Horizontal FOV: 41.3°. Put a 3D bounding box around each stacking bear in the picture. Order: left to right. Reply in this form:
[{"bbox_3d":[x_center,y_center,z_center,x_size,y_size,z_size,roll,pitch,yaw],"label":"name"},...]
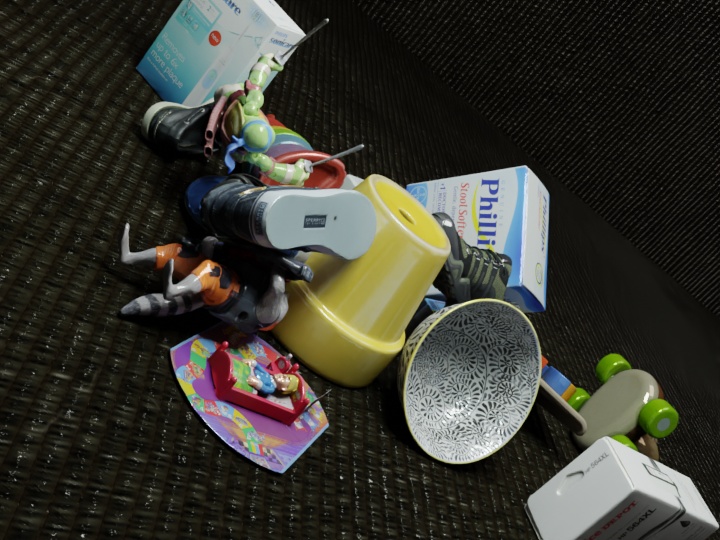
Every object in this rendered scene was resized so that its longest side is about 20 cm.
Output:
[{"bbox_3d":[-0.115,-0.151,1.331,0.113,0.122,0.200,19,21,-30],"label":"stacking bear"}]

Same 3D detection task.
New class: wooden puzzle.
[{"bbox_3d":[0.246,0.137,1.408,0.200,0.046,0.185,48,-2,-17],"label":"wooden puzzle"}]

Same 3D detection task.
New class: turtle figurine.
[{"bbox_3d":[-0.100,-0.180,1.155,0.144,0.200,0.194,49,-10,-24],"label":"turtle figurine"}]

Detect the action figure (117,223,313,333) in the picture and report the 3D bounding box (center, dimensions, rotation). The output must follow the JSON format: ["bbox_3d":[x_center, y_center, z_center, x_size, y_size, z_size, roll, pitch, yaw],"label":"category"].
[{"bbox_3d":[-0.155,0.014,0.964,0.192,0.106,0.199,21,-7,-41],"label":"action figure"}]

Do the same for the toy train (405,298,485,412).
[{"bbox_3d":[0.137,0.130,1.286,0.113,0.087,0.201,11,38,-40],"label":"toy train"}]

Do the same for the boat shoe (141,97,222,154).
[{"bbox_3d":[-0.196,-0.186,1.258,0.066,0.075,0.199,32,20,24],"label":"boat shoe"}]

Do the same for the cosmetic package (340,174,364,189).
[{"bbox_3d":[0.040,-0.068,1.492,0.113,0.081,0.199,51,22,26],"label":"cosmetic package"}]

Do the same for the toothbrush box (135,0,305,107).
[{"bbox_3d":[-0.197,-0.308,1.343,0.147,0.200,0.085,49,21,15],"label":"toothbrush box"}]

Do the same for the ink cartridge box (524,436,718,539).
[{"bbox_3d":[0.325,0.307,1.191,0.199,0.146,0.085,27,27,-36],"label":"ink cartridge box"}]

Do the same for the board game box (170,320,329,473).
[{"bbox_3d":[-0.096,0.106,0.939,0.158,0.039,0.200,46,19,5],"label":"board game box"}]

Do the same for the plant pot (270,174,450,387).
[{"bbox_3d":[0.000,0.000,1.122,0.200,0.189,0.201,37,20,-16],"label":"plant pot"}]

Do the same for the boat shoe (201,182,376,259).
[{"bbox_3d":[-0.066,-0.057,0.965,0.090,0.072,0.199,14,6,33],"label":"boat shoe"}]

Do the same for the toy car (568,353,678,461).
[{"bbox_3d":[0.440,0.265,1.518,0.200,0.158,0.165,45,6,-30],"label":"toy car"}]

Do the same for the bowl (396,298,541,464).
[{"bbox_3d":[0.114,0.121,1.155,0.199,0.203,0.094,30,-3,-31],"label":"bowl"}]

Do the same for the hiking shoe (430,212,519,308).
[{"bbox_3d":[0.140,-0.005,1.218,0.076,0.100,0.201,33,-26,50],"label":"hiking shoe"}]

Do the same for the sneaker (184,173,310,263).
[{"bbox_3d":[-0.148,-0.075,1.063,0.199,0.077,0.111,34,-6,36],"label":"sneaker"}]

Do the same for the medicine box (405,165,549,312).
[{"bbox_3d":[0.164,-0.036,1.377,0.103,0.198,0.185,35,55,-51],"label":"medicine box"}]
